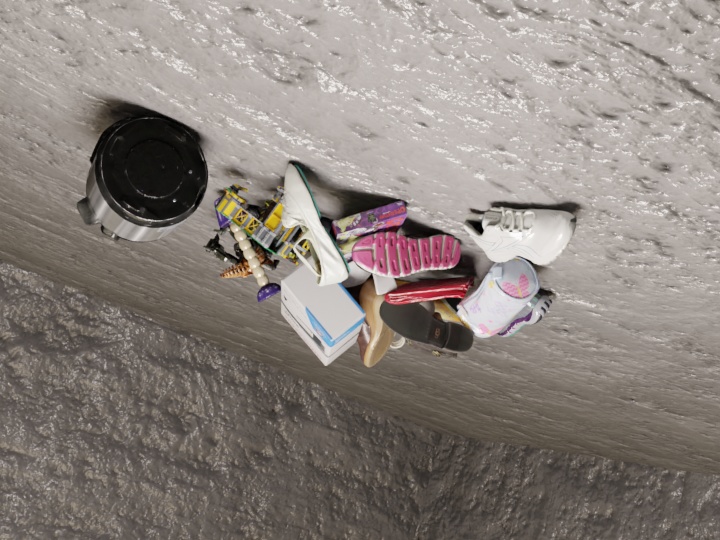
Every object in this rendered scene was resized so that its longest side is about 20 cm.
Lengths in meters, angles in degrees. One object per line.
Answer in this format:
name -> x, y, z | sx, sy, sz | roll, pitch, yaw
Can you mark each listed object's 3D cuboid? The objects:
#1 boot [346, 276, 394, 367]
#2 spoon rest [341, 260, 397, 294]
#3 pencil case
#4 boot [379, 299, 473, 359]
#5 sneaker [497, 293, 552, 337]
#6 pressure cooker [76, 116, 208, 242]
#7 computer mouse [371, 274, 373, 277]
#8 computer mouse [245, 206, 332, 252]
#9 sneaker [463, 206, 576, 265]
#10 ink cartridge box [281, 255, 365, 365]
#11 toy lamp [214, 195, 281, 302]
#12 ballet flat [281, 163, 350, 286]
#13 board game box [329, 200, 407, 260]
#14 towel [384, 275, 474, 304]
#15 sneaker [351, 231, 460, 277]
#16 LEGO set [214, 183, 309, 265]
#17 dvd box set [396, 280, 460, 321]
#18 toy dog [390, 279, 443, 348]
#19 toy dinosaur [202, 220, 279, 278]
boot -> -0.010, 0.079, 1.634 | 0.166, 0.072, 0.201 | 36, 137, 29
spoon rest -> 0.000, 0.000, 1.481 | 0.099, 0.061, 0.200 | -17, -167, -24
pencil case -> 0.237, 0.047, 1.442 | 0.090, 0.084, 0.200 | 26, 154, -2
boot -> 0.111, 0.122, 1.560 | 0.199, 0.070, 0.174 | 25, 165, -5
sneaker -> 0.287, 0.066, 1.572 | 0.087, 0.075, 0.200 | 37, 157, -1
pressure cooker -> -0.345, -0.134, 1.306 | 0.175, 0.180, 0.200 | 19, 164, -20
computer mouse -> 0.035, -0.011, 1.618 | 0.058, 0.034, 0.200 | 0, 156, 6
computer mouse -> -0.112, -0.064, 1.537 | 0.198, 0.053, 0.138 | 8, 161, 30
sneaker -> 0.223, -0.055, 1.183 | 0.087, 0.075, 0.199 | 30, 160, -27
ink cartridge box -> -0.073, 0.078, 1.519 | 0.145, 0.084, 0.200 | 49, 164, 11
toy lamp -> -0.207, -0.044, 1.502 | 0.201, 0.058, 0.058 | 62, 158, -1
ballet flat -> -0.083, -0.065, 1.280 | 0.069, 0.069, 0.201 | -8, 111, 57
board game box -> 0.004, -0.058, 1.371 | 0.119, 0.033, 0.200 | -21, 169, -11
towel -> 0.128, 0.034, 1.468 | 0.143, 0.023, 0.200 | -6, -177, 13
sneaker -> 0.065, -0.025, 1.370 | 0.198, 0.075, 0.087 | -4, 177, -29
LEGO set -> -0.139, -0.100, 1.398 | 0.153, 0.116, 0.200 | 37, -179, 31
dvd box set -> 0.121, 0.063, 1.769 | 0.198, 0.030, 0.146 | 8, 162, 30
toy dog -> 0.074, 0.090, 1.672 | 0.199, 0.096, 0.133 | -34, 89, 38
toy dinosaur -> -0.220, -0.040, 1.578 | 0.135, 0.102, 0.200 | 38, -173, -3
